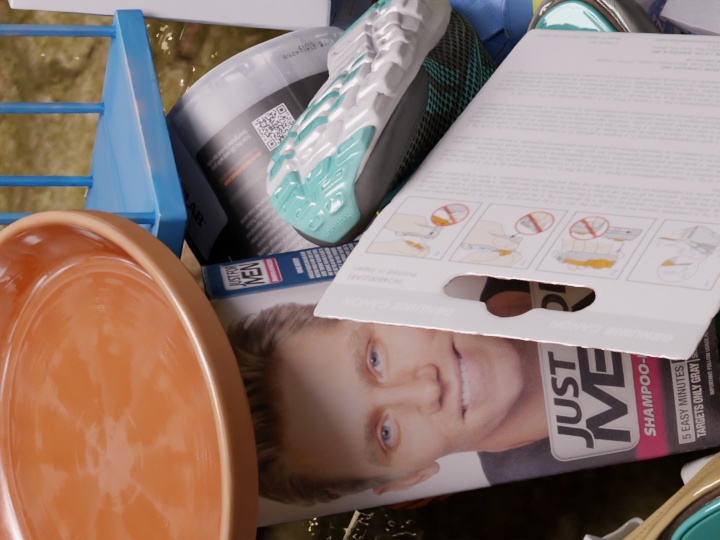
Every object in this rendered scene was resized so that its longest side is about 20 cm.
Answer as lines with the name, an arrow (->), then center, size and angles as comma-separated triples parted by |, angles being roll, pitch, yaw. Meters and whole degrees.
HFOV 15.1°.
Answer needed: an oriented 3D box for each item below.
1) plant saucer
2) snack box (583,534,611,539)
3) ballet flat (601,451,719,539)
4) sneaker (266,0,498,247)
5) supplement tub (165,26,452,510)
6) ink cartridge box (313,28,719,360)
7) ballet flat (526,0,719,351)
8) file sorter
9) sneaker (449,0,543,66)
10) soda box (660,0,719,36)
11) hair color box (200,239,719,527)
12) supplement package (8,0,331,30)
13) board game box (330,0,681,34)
plant saucer -> -0.106, 0.075, 1.098 | 0.200, 0.032, 0.201 | 9, 102, 48
snack box -> 0.071, 0.209, 1.079 | 0.072, 0.024, 0.200 | 40, 108, 45
ballet flat -> 0.130, 0.112, 1.111 | 0.200, 0.069, 0.063 | -40, 34, 21
sneaker -> 0.026, -0.056, 1.136 | 0.078, 0.091, 0.200 | -40, 12, 30
supplement tub -> 0.000, 0.000, 1.222 | 0.123, 0.122, 0.200 | -42, 65, 21
ink cartridge box -> 0.098, -0.021, 1.048 | 0.160, 0.047, 0.200 | 6, 41, 31
ballet flat -> 0.146, -0.042, 1.164 | 0.067, 0.064, 0.200 | -41, 72, 25
file sorter -> -0.160, 0.001, 1.239 | 0.139, 0.123, 0.200 | -105, 21, -44
sneaker -> 0.027, -0.158, 1.269 | 0.105, 0.076, 0.200 | -55, 44, 9
soda box -> 0.223, -0.099, 1.124 | 0.200, 0.063, 0.068 | 25, 86, 47
hair color box -> 0.042, 0.035, 1.103 | 0.061, 0.200, 0.100 | -113, 14, -75
supplement package -> -0.096, -0.202, 1.327 | 0.200, 0.150, 0.152 | -135, 48, -77
board game box -> 0.070, -0.136, 1.303 | 0.199, 0.041, 0.200 | 7, 75, 45
